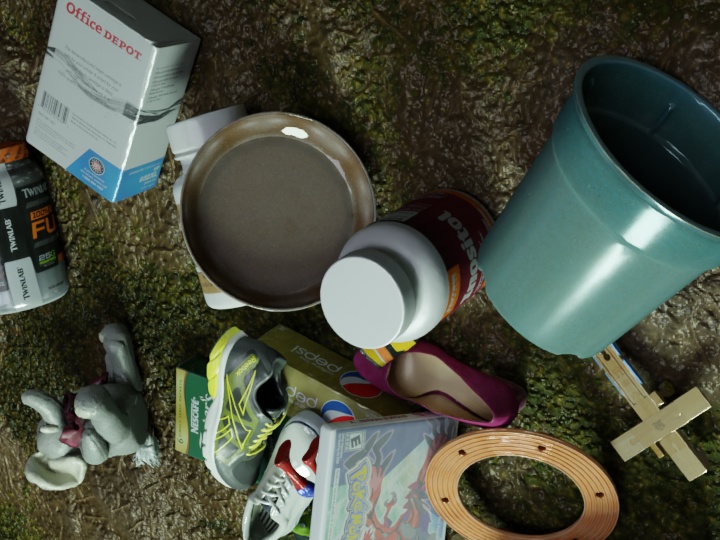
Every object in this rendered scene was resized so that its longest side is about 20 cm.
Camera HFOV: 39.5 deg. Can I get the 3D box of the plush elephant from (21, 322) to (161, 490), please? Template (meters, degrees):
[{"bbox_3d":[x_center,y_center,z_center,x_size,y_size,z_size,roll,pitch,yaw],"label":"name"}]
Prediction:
[{"bbox_3d":[-0.355,0.187,1.275,0.153,0.166,0.201,-9,129,7],"label":"plush elephant"}]

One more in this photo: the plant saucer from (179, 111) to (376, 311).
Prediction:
[{"bbox_3d":[-0.083,-0.058,1.014,0.201,0.199,0.032,58,166,0],"label":"plant saucer"}]

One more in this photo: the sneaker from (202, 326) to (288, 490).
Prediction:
[{"bbox_3d":[-0.122,0.164,1.100,0.084,0.074,0.202,16,121,27],"label":"sneaker"}]

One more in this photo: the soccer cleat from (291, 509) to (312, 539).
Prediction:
[{"bbox_3d":[0.007,0.329,1.171,0.198,0.067,0.082,4,110,26],"label":"soccer cleat"}]

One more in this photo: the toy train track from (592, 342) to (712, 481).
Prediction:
[{"bbox_3d":[0.265,0.107,0.961,0.201,0.032,0.115,54,132,11],"label":"toy train track"}]

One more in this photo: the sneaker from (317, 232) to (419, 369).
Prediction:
[{"bbox_3d":[0.000,0.000,1.067,0.090,0.070,0.201,-32,77,2],"label":"sneaker"}]

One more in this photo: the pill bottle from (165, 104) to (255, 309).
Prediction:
[{"bbox_3d":[-0.140,-0.070,1.084,0.113,0.114,0.202,-10,101,33],"label":"pill bottle"}]

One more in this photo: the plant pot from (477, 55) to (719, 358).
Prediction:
[{"bbox_3d":[0.209,-0.040,0.852,0.200,0.200,0.197,44,131,9],"label":"plant pot"}]

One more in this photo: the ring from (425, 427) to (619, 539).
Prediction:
[{"bbox_3d":[0.164,0.227,1.027,0.198,0.019,0.202,10,132,11],"label":"ring"}]

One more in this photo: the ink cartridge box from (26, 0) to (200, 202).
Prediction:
[{"bbox_3d":[-0.283,-0.205,1.140,0.144,0.084,0.201,34,121,16],"label":"ink cartridge box"}]

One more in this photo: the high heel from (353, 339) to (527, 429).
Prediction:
[{"bbox_3d":[0.069,0.114,1.032,0.198,0.096,0.068,8,96,25],"label":"high heel"}]

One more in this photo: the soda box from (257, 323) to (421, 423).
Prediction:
[{"bbox_3d":[-0.034,0.138,1.124,0.199,0.068,0.065,25,119,21],"label":"soda box"}]

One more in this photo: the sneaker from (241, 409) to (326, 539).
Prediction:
[{"bbox_3d":[-0.083,0.243,1.124,0.073,0.071,0.201,30,127,16],"label":"sneaker"}]

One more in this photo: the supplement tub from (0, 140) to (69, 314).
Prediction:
[{"bbox_3d":[-0.448,-0.056,1.268,0.121,0.122,0.202,0,108,30],"label":"supplement tub"}]

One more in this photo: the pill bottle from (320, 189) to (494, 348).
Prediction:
[{"bbox_3d":[0.048,-0.001,0.946,0.112,0.200,0.114,11,113,27],"label":"pill bottle"}]

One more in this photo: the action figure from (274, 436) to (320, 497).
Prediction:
[{"bbox_3d":[-0.006,0.239,1.081,0.065,0.099,0.201,-10,123,35],"label":"action figure"}]

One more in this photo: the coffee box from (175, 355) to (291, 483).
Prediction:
[{"bbox_3d":[-0.137,0.191,1.218,0.198,0.044,0.124,18,115,24],"label":"coffee box"}]

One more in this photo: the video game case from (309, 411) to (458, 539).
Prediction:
[{"bbox_3d":[0.024,0.250,1.038,0.023,0.181,0.203,12,99,48],"label":"video game case"}]
